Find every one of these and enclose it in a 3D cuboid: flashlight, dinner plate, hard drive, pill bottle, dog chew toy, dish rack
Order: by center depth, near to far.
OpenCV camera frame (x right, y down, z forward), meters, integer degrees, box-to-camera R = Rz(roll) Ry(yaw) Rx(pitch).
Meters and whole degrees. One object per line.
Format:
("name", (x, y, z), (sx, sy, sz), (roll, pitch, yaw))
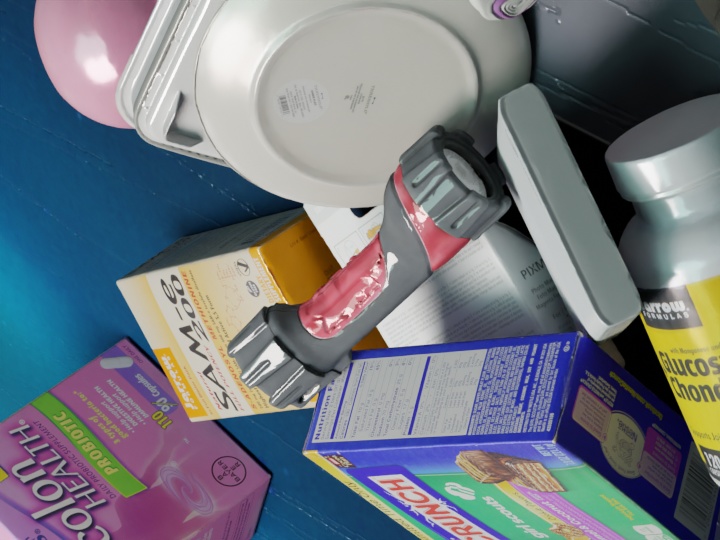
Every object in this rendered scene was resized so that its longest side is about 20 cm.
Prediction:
("pill bottle", (0.205, 0.012, 1.187), (0.112, 0.112, 0.201), (-5, 115, 52))
("hard drive", (0.113, -0.025, 1.231), (0.200, 0.027, 0.132), (62, -177, -84))
("dinner plate", (0.002, -0.106, 1.281), (0.024, 0.199, 0.201), (-97, 7, -47))
("dish rack", (-0.039, -0.128, 1.300), (0.044, 0.171, 0.200), (-98, 30, -47))
("flashlight", (0.000, 0.000, 1.314), (0.200, 0.068, 0.068), (-41, 68, 25))
("dog chew toy", (-0.099, -0.166, 1.368), (0.199, 0.125, 0.125), (-19, 109, 13))

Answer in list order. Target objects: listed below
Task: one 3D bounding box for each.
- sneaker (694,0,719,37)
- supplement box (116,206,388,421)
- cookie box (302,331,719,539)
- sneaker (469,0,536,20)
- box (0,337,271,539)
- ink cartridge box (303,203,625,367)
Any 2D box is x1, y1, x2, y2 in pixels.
("sneaker", (0.221, -0.098, 1.092), (0.200, 0.091, 0.076), (47, 148, 13))
("supplement box", (-0.075, 0.034, 1.583), (0.200, 0.073, 0.127), (-13, 108, 54))
("cookie box", (0.094, 0.114, 1.350), (0.199, 0.076, 0.171), (-7, 146, 43))
("sneaker", (0.071, -0.233, 1.195), (0.100, 0.075, 0.201), (46, 150, 46))
("box", (-0.206, 0.183, 1.761), (0.176, 0.200, 0.097), (42, 145, 19))
("ink cartridge box", (0.064, 0.009, 1.426), (0.201, 0.057, 0.162), (62, 147, 4))
